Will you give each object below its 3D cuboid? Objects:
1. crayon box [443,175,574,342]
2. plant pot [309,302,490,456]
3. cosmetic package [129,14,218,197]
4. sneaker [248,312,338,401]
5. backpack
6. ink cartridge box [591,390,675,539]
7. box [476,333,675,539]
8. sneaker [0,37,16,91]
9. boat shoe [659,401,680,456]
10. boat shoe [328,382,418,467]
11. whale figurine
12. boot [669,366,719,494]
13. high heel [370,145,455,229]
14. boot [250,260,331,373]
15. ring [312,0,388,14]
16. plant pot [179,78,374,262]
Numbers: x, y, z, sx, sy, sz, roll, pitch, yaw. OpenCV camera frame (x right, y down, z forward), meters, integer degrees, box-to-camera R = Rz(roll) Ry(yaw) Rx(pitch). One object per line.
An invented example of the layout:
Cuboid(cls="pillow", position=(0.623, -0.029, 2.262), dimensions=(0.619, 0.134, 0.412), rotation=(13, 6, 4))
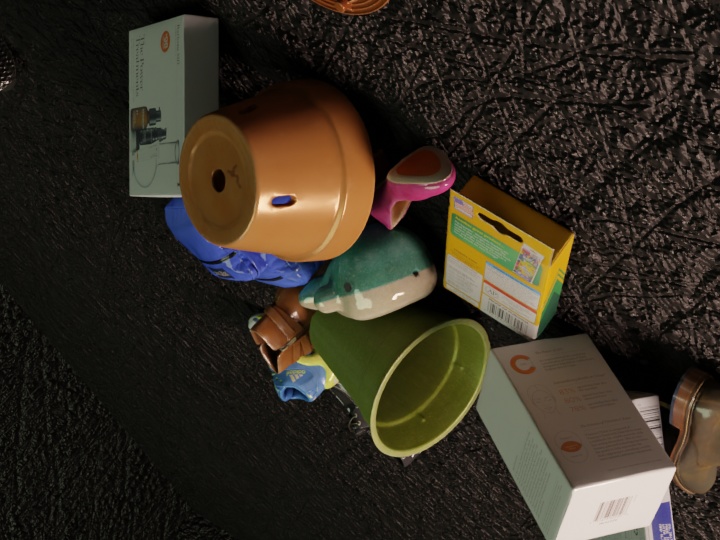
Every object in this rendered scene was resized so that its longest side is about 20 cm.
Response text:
Cuboid(cls="crayon box", position=(0.155, -0.017, 1.194), dimensions=(0.125, 0.052, 0.201), rotation=(33, 157, 19))
Cuboid(cls="plant pot", position=(0.034, 0.102, 1.462), dimensions=(0.190, 0.200, 0.201), rotation=(38, 161, 39))
Cuboid(cls="cosmetic package", position=(-0.221, -0.188, 1.322), dimensions=(0.150, 0.051, 0.203), rotation=(4, 94, 52))
Cuboid(cls="sneaker", position=(-0.129, 0.149, 1.864), dimensions=(0.199, 0.105, 0.076), rotation=(27, 154, 29))
Cuboid(cls="backpack", position=(-0.134, -0.063, 1.420), dimensions=(0.200, 0.168, 0.162), rotation=(46, 163, -27))
Cuboid(cls="ink cartridge box", position=(0.289, 0.236, 1.298), dimensions=(0.200, 0.043, 0.199), rotation=(175, 88, -75))
Cuboid(cls="box", position=(0.224, 0.177, 1.205), dimensions=(0.201, 0.123, 0.098), rotation=(-116, 26, -44))
Cuboid(cls="sneaker", position=(-0.615, -0.364, 1.771), dimensions=(0.200, 0.070, 0.090), rotation=(46, 171, -13))
Cuboid(cls="boat shoe", position=(0.340, 0.217, 1.317), dimensions=(0.073, 0.063, 0.202), rotation=(35, 155, 19))
Cuboid(cls="boat shoe", position=(0.015, 0.251, 1.874), dimensions=(0.199, 0.066, 0.070), rotation=(40, 157, 1))
Cuboid(cls="whale figurine", position=(0.000, 0.000, 1.366), dimensions=(0.199, 0.158, 0.105), rotation=(-8, 101, 53))
Cuboid(cls="boot", position=(0.382, 0.193, 1.187), dimensions=(0.096, 0.075, 0.201), rotation=(26, 152, 36))
Cuboid(cls="high heel", position=(0.056, -0.077, 1.207), dimensions=(0.199, 0.067, 0.097), rotation=(10, 133, 59))
Cuboid(cls="boot", position=(-0.068, 0.091, 1.601), dimensions=(0.073, 0.155, 0.201), rotation=(10, 143, 49))
Cuboid(cls="ring", position=(-0.049, -0.313, 1.024), dimensions=(0.199, 0.019, 0.201), rotation=(34, 157, 16))
Cuboid(cls="plant pot", position=(-0.102, -0.103, 1.211), dimensions=(0.199, 0.139, 0.203), rotation=(11, 105, 45))
